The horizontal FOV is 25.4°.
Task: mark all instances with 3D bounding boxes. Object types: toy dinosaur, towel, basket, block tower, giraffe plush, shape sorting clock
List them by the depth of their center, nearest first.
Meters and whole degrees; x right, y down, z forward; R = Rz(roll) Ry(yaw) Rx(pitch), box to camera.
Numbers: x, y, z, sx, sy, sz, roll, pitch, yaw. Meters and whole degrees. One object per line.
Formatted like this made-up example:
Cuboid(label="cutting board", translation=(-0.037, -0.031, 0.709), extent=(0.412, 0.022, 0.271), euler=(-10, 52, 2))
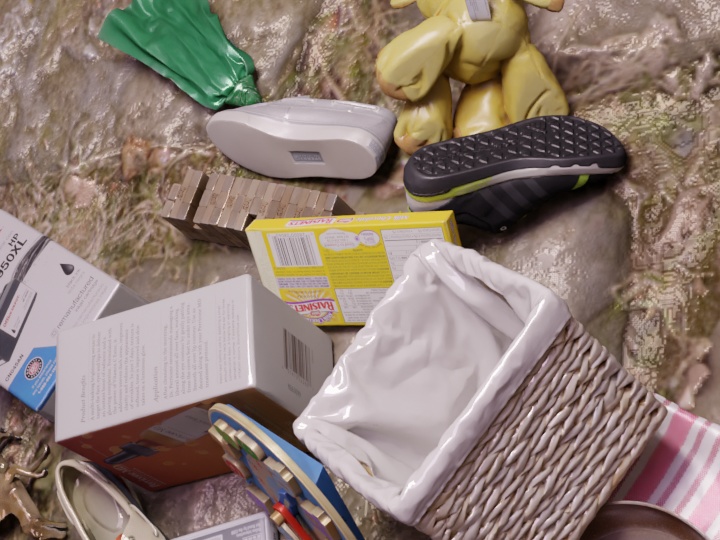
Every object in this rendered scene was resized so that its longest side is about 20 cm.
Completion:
Cuboid(label="basket", translation=(0.090, 0.110, 1.220), extent=(0.200, 0.161, 0.198), euler=(-54, 28, -4))
Cuboid(label="towel", translation=(0.230, 0.175, 1.224), extent=(0.199, 0.030, 0.147), euler=(28, 82, 36))
Cuboid(label="shape sorting clock", translation=(-0.056, 0.187, 1.277), extent=(0.039, 0.201, 0.200), euler=(-43, 51, -20))
Cuboid(label="giraffe plush", translation=(0.093, -0.218, 1.424), extent=(0.171, 0.201, 0.163), euler=(-1, 35, -4))
Cuboid(label="block tower", translation=(-0.090, -0.050, 1.497), extent=(0.199, 0.058, 0.054), euler=(11, 73, 32))
Cuboid(label="toy dinosaur", translation=(-0.359, 0.200, 1.527), extent=(0.199, 0.058, 0.102), euler=(11, 74, 33))

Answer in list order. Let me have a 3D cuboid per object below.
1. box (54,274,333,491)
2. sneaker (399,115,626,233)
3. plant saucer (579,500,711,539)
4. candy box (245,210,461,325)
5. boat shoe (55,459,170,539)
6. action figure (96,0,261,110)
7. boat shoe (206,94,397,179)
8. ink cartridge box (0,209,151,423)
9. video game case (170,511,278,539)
Cuboid(label="box", translation=(-0.142, 0.103, 1.392), extent=(0.199, 0.152, 0.107), euler=(-17, 60, 22))
Cuboid(label="sneaker", translation=(0.130, -0.077, 1.384), extent=(0.199, 0.083, 0.072), euler=(-8, 39, 0))
Cuboid(label="plant saucer", translation=(0.200, 0.271, 1.169), extent=(0.199, 0.032, 0.202), euler=(-10, 74, 37))
Cuboid(label="candy box", translation=(0.000, 0.000, 1.399), extent=(0.199, 0.103, 0.026), euler=(-1, 31, 28))
Cuboid(label="boat shoe", translation=(-0.202, 0.240, 1.389), extent=(0.071, 0.063, 0.200), euler=(-43, 54, 2))
Cuboid(label="action figure", translation=(-0.166, -0.221, 1.624), extent=(0.118, 0.055, 0.200), euler=(-46, 60, 0))
Cuboid(label="boat shoe", translation=(-0.055, -0.136, 1.516), extent=(0.199, 0.072, 0.069), euler=(3, 47, 38))
Cuboid(label="ink cartridge box", translation=(-0.312, 0.048, 1.556), extent=(0.199, 0.084, 0.145), euler=(28, 82, 36))
Cuboid(label="video game case", translation=(-0.154, 0.319, 1.374), extent=(0.199, 0.023, 0.183), euler=(-19, 59, 20))
